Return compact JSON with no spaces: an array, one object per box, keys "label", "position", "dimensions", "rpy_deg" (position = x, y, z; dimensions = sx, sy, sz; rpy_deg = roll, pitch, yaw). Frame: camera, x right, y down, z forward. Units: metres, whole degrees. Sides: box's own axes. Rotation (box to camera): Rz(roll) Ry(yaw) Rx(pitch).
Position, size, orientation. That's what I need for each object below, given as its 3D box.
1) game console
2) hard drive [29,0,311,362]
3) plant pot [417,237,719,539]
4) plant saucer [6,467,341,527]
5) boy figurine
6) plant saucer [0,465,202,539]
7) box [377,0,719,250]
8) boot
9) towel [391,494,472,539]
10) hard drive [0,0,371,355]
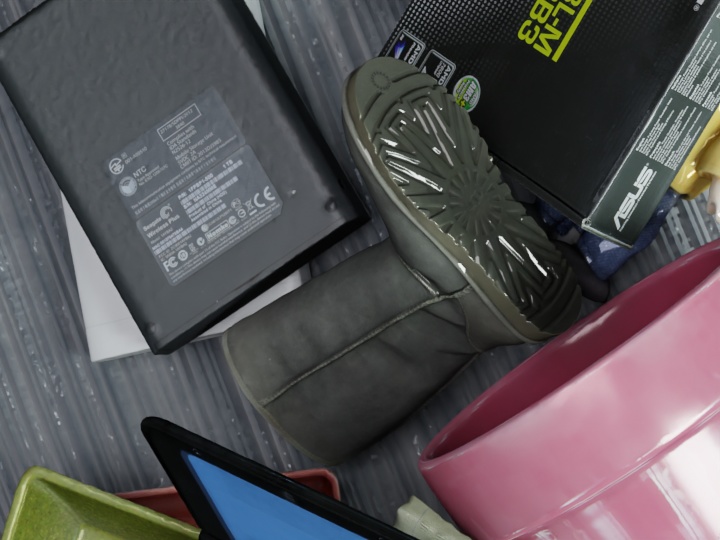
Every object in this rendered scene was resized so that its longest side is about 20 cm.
[{"label":"game console","position":[-0.031,0.186,1.425],"dimensions":[0.200,0.116,0.176],"rpy_deg":[23,97,34]},{"label":"hard drive","position":[-0.105,-0.061,1.614],"dimensions":[0.132,0.027,0.201],"rpy_deg":[-13,85,19]},{"label":"plant pot","position":[0.157,0.110,1.437],"dimensions":[0.200,0.200,0.179],"rpy_deg":[-34,93,16]},{"label":"plant saucer","position":[-0.088,0.217,1.596],"dimensions":[0.199,0.037,0.200],"rpy_deg":[-8,86,19]},{"label":"boy figurine","position":[0.162,-0.075,1.490],"dimensions":[0.200,0.064,0.124],"rpy_deg":[-49,52,17]},{"label":"plant saucer","position":[-0.114,0.228,1.561],"dimensions":[0.199,0.048,0.201],"rpy_deg":[19,95,20]},{"label":"box","position":[0.118,-0.139,1.479],"dimensions":[0.200,0.047,0.193],"rpy_deg":[-58,42,8]},{"label":"boot","position":[-0.002,0.000,1.500],"dimensions":[0.200,0.073,0.182],"rpy_deg":[-25,101,49]},{"label":"towel","position":[0.093,0.208,1.458],"dimensions":[0.200,0.193,0.035],"rpy_deg":[35,71,19]},{"label":"hard drive","position":[-0.102,-0.076,1.582],"dimensions":[0.139,0.033,0.200],"rpy_deg":[-33,78,16]}]
